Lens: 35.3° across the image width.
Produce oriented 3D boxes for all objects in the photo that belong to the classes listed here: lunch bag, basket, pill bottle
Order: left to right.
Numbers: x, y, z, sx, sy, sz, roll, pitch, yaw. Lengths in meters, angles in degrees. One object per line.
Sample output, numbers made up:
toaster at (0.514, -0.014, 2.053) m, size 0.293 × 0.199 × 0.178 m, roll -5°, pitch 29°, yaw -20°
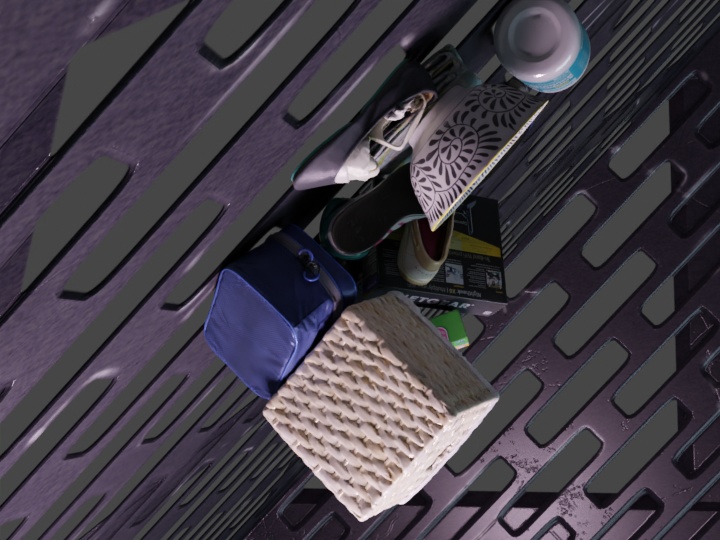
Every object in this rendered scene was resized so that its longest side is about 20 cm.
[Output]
lunch bag at (-0.092, 0.041, 1.376) m, size 0.132 × 0.136 × 0.201 m, roll -38°, pitch 165°, yaw -37°
basket at (0.022, 0.160, 1.373) m, size 0.199 × 0.200 × 0.160 m, roll -50°, pitch 162°, yaw 16°
pill bottle at (0.245, -0.296, 1.497) m, size 0.111 × 0.111 × 0.200 m, roll -48°, pitch 168°, yaw 14°

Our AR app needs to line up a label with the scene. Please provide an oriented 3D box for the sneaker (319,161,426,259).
sneaker at (0.026, -0.074, 1.419) m, size 0.199 × 0.084 × 0.120 m, roll -30°, pitch -172°, yaw -23°

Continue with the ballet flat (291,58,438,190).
ballet flat at (0.011, -0.148, 1.262) m, size 0.200 × 0.073 × 0.073 m, roll -45°, pitch 169°, yaw -3°

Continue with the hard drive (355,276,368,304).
hard drive at (-0.049, 0.085, 1.562) m, size 0.200 × 0.038 × 0.140 m, roll -46°, pitch 180°, yaw 29°

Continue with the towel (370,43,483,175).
towel at (0.073, -0.193, 1.398) m, size 0.171 × 0.048 × 0.200 m, roll -45°, pitch 170°, yaw 10°

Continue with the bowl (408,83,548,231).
bowl at (0.118, -0.151, 1.311) m, size 0.201 × 0.094 × 0.201 m, roll -47°, pitch 177°, yaw -3°

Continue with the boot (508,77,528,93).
boot at (0.196, -0.205, 1.779) m, size 0.131 × 0.068 × 0.201 m, roll -45°, pitch 172°, yaw -37°

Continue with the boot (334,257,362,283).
boot at (0.000, 0.000, 1.672) m, size 0.132 × 0.070 × 0.199 m, roll -46°, pitch 158°, yaw 29°

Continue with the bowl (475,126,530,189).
bowl at (0.219, -0.204, 1.922) m, size 0.201 × 0.039 × 0.201 m, roll -45°, pitch 169°, yaw -11°

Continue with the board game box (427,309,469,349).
board game box at (0.050, 0.112, 1.560) m, size 0.198 × 0.041 × 0.153 m, roll -20°, pitch 171°, yaw 4°

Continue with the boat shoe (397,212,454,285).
boat shoe at (0.095, -0.082, 1.473) m, size 0.069 × 0.073 × 0.203 m, roll -36°, pitch -136°, yaw 55°

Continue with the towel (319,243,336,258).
towel at (-0.049, -0.010, 1.660) m, size 0.152 × 0.023 × 0.200 m, roll -44°, pitch 171°, yaw -6°

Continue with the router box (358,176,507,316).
router box at (0.098, -0.031, 1.528) m, size 0.197 × 0.159 × 0.052 m, roll 9°, pitch 155°, yaw -24°
